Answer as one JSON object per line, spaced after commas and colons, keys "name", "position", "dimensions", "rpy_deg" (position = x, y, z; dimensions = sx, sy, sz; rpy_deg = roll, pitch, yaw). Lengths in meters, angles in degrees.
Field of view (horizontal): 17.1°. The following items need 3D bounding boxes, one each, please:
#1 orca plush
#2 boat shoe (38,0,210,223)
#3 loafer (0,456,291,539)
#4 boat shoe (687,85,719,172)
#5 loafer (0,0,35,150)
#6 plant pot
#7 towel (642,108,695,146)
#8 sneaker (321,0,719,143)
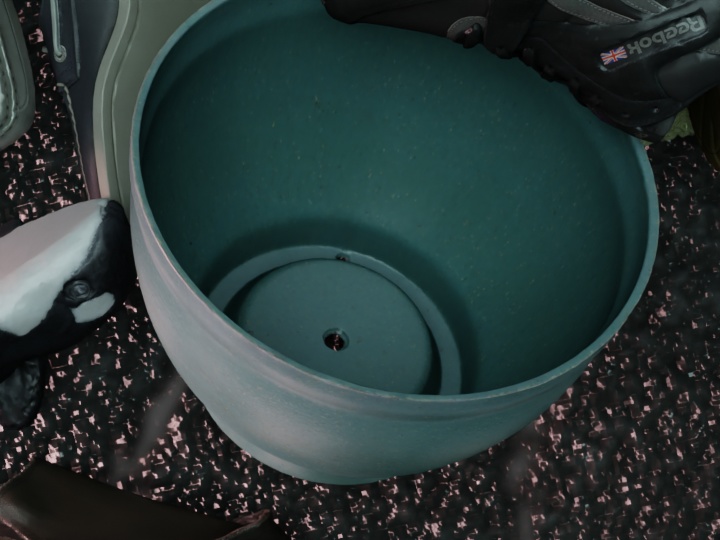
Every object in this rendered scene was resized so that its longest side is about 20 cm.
{"name": "orca plush", "position": [-0.164, 0.048, 0.980], "dimensions": [0.200, 0.105, 0.071], "rpy_deg": [-35, 110, 2]}
{"name": "boat shoe", "position": [-0.100, -0.104, 1.003], "dimensions": [0.063, 0.072, 0.201], "rpy_deg": [1, 95, 44]}
{"name": "loafer", "position": [-0.124, 0.111, 0.978], "dimensions": [0.199, 0.073, 0.072], "rpy_deg": [-5, 90, 1]}
{"name": "boat shoe", "position": [0.152, -0.141, 0.950], "dimensions": [0.066, 0.074, 0.201], "rpy_deg": [-11, 92, -9]}
{"name": "loafer", "position": [-0.192, -0.132, 0.929], "dimensions": [0.070, 0.070, 0.201], "rpy_deg": [-31, 98, 5]}
{"name": "plant pot", "position": [0.000, 0.000, 0.930], "dimensions": [0.199, 0.134, 0.201], "rpy_deg": [8, 54, -10]}
{"name": "towel", "position": [0.157, -0.156, 0.999], "dimensions": [0.147, 0.036, 0.201], "rpy_deg": [-5, 87, 1]}
{"name": "sneaker", "position": [0.084, -0.088, 0.886], "dimensions": [0.199, 0.076, 0.088], "rpy_deg": [-3, 99, 8]}
